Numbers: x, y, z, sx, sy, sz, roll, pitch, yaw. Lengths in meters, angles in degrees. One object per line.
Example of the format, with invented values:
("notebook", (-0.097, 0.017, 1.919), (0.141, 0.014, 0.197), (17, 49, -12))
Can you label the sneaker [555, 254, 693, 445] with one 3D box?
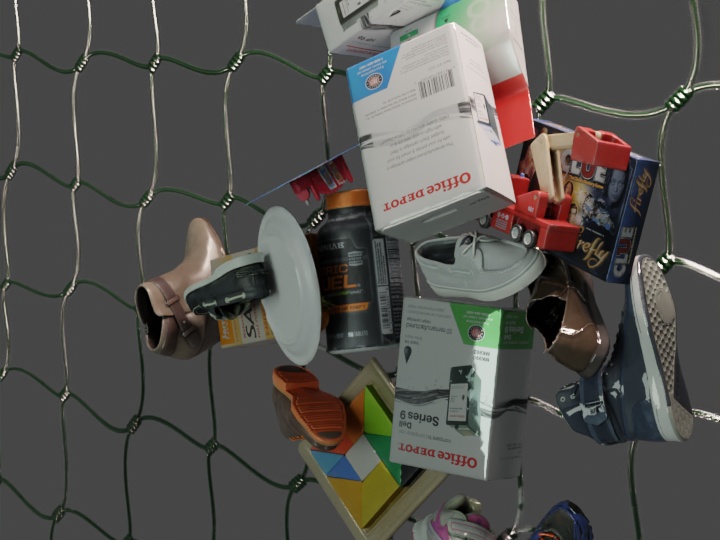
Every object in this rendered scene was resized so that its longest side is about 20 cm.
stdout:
("sneaker", (0.278, 0.092, 1.552), (0.145, 0.076, 0.206), (-11, 84, 40))

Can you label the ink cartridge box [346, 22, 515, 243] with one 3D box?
("ink cartridge box", (0.077, -0.151, 1.578), (0.145, 0.086, 0.203), (-19, 72, 27))

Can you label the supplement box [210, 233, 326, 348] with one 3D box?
("supplement box", (-0.105, 0.029, 1.887), (0.198, 0.073, 0.128), (-14, 82, 41))

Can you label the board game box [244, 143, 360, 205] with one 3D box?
("board game box", (-0.051, -0.111, 1.764), (0.157, 0.200, 0.039), (-25, 95, 34))

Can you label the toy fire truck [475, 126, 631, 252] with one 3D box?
("toy fire truck", (0.205, -0.096, 1.545), (0.200, 0.048, 0.143), (30, 111, 57))

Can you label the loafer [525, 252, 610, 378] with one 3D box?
("loafer", (0.219, 0.036, 1.557), (0.074, 0.070, 0.201), (-60, 22, 22))

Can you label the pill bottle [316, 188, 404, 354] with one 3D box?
("pill bottle", (0.000, 0.000, 1.773), (0.105, 0.105, 0.203), (-9, 86, 41))

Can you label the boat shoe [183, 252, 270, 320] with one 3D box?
("boat shoe", (-0.175, 0.035, 1.830), (0.200, 0.075, 0.061), (-36, 68, 62))

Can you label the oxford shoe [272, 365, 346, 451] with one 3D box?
("oxford shoe", (-0.067, 0.195, 1.840), (0.200, 0.070, 0.074), (-131, 46, -63))

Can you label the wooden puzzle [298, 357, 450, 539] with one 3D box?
("wooden puzzle", (0.010, 0.244, 1.820), (0.186, 0.037, 0.201), (53, 123, 26))

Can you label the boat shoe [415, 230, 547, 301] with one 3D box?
("boat shoe", (0.136, -0.014, 1.648), (0.069, 0.072, 0.199), (50, 160, -22))

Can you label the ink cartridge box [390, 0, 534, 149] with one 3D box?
("ink cartridge box", (0.114, -0.219, 1.634), (0.159, 0.050, 0.202), (-20, 53, 26))

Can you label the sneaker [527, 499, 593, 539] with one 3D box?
("sneaker", (0.203, 0.352, 1.628), (0.075, 0.078, 0.202), (40, 117, 32))

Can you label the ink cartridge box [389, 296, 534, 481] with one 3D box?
("ink cartridge box", (0.121, 0.139, 1.674), (0.144, 0.084, 0.203), (6, 91, 36))

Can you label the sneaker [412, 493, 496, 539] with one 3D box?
("sneaker", (0.117, 0.333, 1.659), (0.089, 0.081, 0.201), (-54, 23, 19))

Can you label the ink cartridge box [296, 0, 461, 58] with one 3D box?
("ink cartridge box", (0.029, -0.317, 1.726), (0.199, 0.115, 0.069), (-28, 73, 39))

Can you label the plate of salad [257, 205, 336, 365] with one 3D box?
("plate of salad", (-0.083, 0.018, 1.770), (0.200, 0.047, 0.203), (-140, 45, -56))

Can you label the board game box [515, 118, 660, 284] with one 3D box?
("board game box", (0.241, -0.081, 1.564), (0.200, 0.034, 0.138), (32, 113, 56))

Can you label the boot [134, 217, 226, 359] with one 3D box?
("boot", (-0.253, 0.024, 1.968), (0.070, 0.145, 0.203), (-25, 76, 40))
